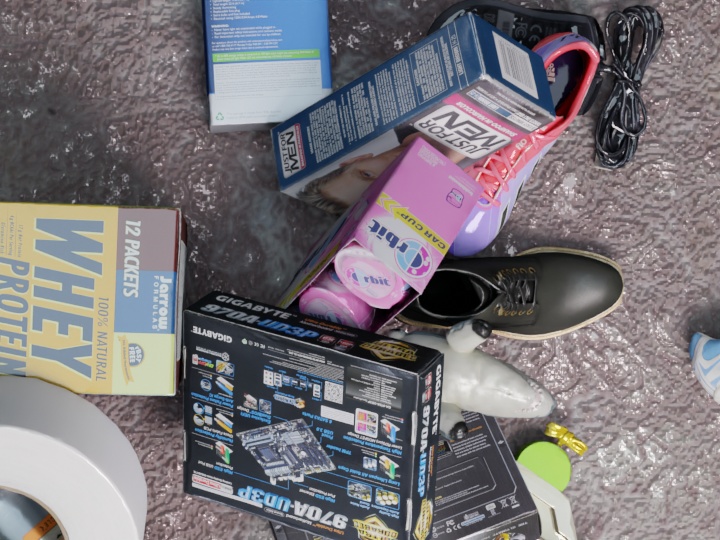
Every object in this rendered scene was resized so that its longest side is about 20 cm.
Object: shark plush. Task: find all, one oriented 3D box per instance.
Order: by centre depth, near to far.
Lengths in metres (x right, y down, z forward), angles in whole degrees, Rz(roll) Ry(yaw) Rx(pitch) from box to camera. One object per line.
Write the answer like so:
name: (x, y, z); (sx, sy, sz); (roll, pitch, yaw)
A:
shark plush: (0.051, 0.087, 1.291); (0.083, 0.199, 0.092); (12, 80, -49)

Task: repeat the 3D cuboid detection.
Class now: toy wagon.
toy wagon: (0.118, 0.216, 1.358); (0.155, 0.040, 0.201); (34, 85, -4)

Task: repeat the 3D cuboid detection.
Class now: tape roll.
tape roll: (-0.251, 0.175, 1.150); (0.201, 0.071, 0.204); (-1, 116, -1)

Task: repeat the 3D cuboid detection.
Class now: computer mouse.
computer mouse: (0.143, -0.167, 1.366); (0.199, 0.053, 0.139); (11, 95, -13)

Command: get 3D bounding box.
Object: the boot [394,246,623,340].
boot: (0.125, 0.021, 1.313); (0.198, 0.138, 0.078); (-6, 89, -6)

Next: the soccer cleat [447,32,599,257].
soccer cleat: (0.122, -0.101, 1.303); (0.067, 0.076, 0.201); (33, 88, -11)

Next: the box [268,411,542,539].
box: (0.022, 0.171, 1.305); (0.199, 0.048, 0.159); (-20, 53, -6)

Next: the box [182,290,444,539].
box: (-0.039, 0.115, 1.224); (0.199, 0.046, 0.160); (13, 116, 24)

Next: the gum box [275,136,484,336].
gum box: (0.000, 0.000, 1.247); (0.066, 0.200, 0.114); (37, 54, -6)

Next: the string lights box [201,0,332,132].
string lights box: (-0.078, -0.217, 1.340); (0.102, 0.059, 0.202); (-3, 89, -6)

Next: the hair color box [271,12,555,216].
hair color box: (0.039, -0.112, 1.269); (0.199, 0.100, 0.061); (-27, 59, 32)

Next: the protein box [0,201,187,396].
protein box: (-0.233, 0.022, 1.249); (0.197, 0.200, 0.136); (2, 88, -5)

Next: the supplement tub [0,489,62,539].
supplement tub: (-0.225, 0.243, 1.284); (0.122, 0.123, 0.200); (-40, 93, -5)

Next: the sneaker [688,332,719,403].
sneaker: (0.367, 0.047, 1.374); (0.199, 0.072, 0.073); (-20, 64, -12)
